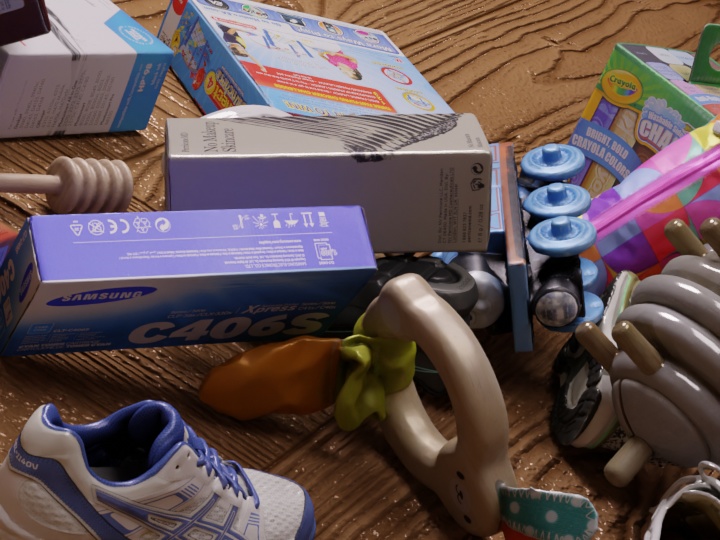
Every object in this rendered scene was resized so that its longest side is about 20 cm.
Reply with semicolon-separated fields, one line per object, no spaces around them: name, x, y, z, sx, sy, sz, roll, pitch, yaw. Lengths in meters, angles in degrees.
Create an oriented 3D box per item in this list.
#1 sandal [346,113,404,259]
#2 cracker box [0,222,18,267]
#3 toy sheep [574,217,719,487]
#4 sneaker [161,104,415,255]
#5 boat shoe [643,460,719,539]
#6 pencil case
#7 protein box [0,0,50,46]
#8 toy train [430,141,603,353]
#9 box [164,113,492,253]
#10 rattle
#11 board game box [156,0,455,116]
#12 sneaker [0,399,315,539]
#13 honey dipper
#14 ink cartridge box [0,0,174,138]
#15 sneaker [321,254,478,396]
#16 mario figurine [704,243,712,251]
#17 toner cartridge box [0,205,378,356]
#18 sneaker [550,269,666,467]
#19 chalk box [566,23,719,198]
sandal;0.001;0.002;1.464;0.078;0.069;0.212;65;4;-68
cracker box;-0.309;-0.037;1.240;0.200;0.058;0.134;32;24;15
toy sheep;0.212;0.053;1.381;0.138;0.200;0.138;41;-12;11
sneaker;-0.031;-0.051;1.530;0.199;0.073;0.112;3;33;-42
boat shoe;0.202;0.153;1.324;0.074;0.086;0.202;33;25;16
pencil case;0.224;-0.049;1.626;0.089;0.200;0.088;55;4;-6
protein box;-0.315;-0.221;1.407;0.199;0.135;0.199;-16;33;-4
toy train;0.103;-0.019;1.527;0.114;0.087;0.200;-6;30;5
box;-0.022;-0.054;1.389;0.199;0.069;0.082;-1;22;-7
rattle;0.026;0.111;1.260;0.143;0.130;0.201;-13;70;-41
board game box;-0.032;-0.133;1.720;0.199;0.056;0.196;9;29;-34
sneaker;-0.091;0.110;1.117;0.200;0.088;0.075;4;30;-43
honey dipper;-0.231;-0.055;1.383;0.199;0.038;0.038;1;33;-41
ink cartridge box;-0.239;-0.148;1.527;0.116;0.067;0.200;39;27;28
sneaker;-0.025;0.025;1.390;0.199;0.080;0.075;13;25;24
mario figurine;0.289;0.053;1.599;0.199;0.106;0.124;2;45;0
toner cartridge box;-0.100;0.006;1.258;0.199;0.095;0.043;-3;64;-25
sneaker;0.182;0.074;1.506;0.088;0.077;0.200;33;30;-7
chalk box;0.251;-0.096;1.748;0.125;0.201;0.124;1;33;-44
